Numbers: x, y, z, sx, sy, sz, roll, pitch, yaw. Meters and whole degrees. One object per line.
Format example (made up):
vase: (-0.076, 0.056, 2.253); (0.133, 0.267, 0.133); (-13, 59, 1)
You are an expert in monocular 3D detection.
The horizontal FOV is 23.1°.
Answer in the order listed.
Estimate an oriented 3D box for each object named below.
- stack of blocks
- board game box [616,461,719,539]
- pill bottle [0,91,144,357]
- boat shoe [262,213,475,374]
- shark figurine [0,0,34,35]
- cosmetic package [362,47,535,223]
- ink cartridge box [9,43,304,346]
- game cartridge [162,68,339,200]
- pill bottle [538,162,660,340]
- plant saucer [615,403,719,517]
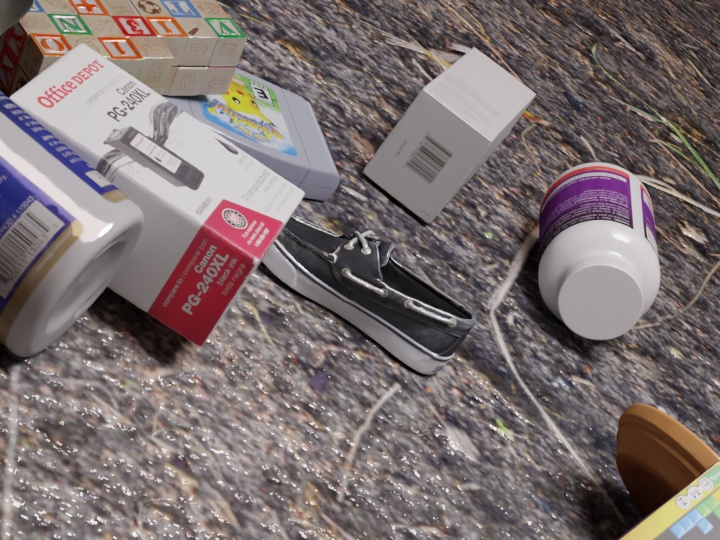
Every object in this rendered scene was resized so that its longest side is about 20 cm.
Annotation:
stack of blocks: (-0.192, -0.177, 1.390); (0.200, 0.059, 0.115); (-5, 44, -39)
board game box: (0.223, 0.246, 1.163); (0.200, 0.057, 0.165); (-32, 66, -29)
pill bottle: (-0.245, -0.052, 1.091); (0.200, 0.120, 0.120); (40, 25, 4)
boat shoe: (0.000, 0.000, 1.383); (0.200, 0.068, 0.072); (37, 25, -2)
shark figurine: (-0.271, -0.193, 1.196); (0.215, 0.089, 0.128); (73, 14, -44)
cosmetic package: (0.088, -0.131, 1.676); (0.085, 0.108, 0.200); (37, 23, 2)
ink cartridge box: (-0.155, -0.057, 1.218); (0.200, 0.083, 0.145); (34, 24, -3)
game cartridge: (-0.110, -0.130, 1.499); (0.200, 0.040, 0.134); (21, 34, -32)
pill bottle: (0.222, -0.016, 1.649); (0.112, 0.113, 0.200); (33, 26, -10)
plant saucer: (0.260, 0.189, 1.338); (0.200, 0.037, 0.200); (49, -11, 12)
